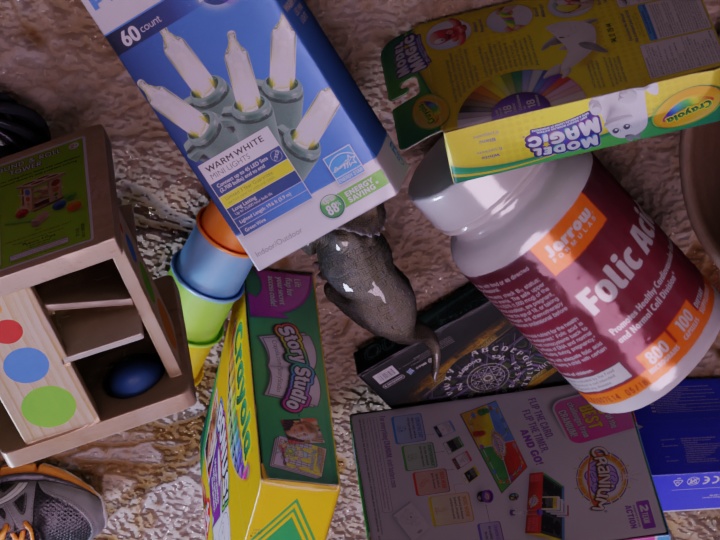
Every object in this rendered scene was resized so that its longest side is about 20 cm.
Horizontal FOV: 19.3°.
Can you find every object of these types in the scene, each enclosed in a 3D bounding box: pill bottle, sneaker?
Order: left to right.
[{"bbox_3d":[-0.282,0.191,1.530,0.200,0.077,0.078,-3,130,-8],"label":"sneaker"},{"bbox_3d":[0.131,-0.012,1.366,0.114,0.114,0.200,-37,110,23],"label":"pill bottle"}]

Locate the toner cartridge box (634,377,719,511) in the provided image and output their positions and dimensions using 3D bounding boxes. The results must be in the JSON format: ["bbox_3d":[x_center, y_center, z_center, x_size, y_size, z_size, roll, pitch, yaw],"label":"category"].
[{"bbox_3d":[0.292,0.124,1.546,0.200,0.095,0.043,-2,132,-6],"label":"toner cartridge box"}]

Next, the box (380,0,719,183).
[{"bbox_3d":[0.116,-0.118,1.289,0.200,0.117,0.048,-11,131,2],"label":"box"}]

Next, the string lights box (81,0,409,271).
[{"bbox_3d":[-0.068,-0.113,1.253,0.103,0.059,0.200,-29,104,17],"label":"string lights box"}]

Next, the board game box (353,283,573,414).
[{"bbox_3d":[0.114,0.056,1.502,0.200,0.028,0.135,-30,129,17],"label":"board game box"}]

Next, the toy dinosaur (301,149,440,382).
[{"bbox_3d":[0.000,0.000,1.367,0.077,0.102,0.200,-20,111,-6],"label":"toy dinosaur"}]

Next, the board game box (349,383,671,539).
[{"bbox_3d":[0.100,0.152,1.463,0.200,0.153,0.040,-7,133,-2],"label":"board game box"}]

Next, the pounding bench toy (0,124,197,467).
[{"bbox_3d":[-0.220,0.034,1.306,0.200,0.124,0.156,-19,127,3],"label":"pounding bench toy"}]

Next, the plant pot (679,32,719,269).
[{"bbox_3d":[0.330,-0.074,1.332,0.175,0.200,0.200,7,132,-36],"label":"plant pot"}]

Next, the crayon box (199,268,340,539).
[{"bbox_3d":[-0.065,0.128,1.424,0.058,0.200,0.173,5,130,-12],"label":"crayon box"}]

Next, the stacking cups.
[{"bbox_3d":[-0.095,-0.009,1.391,0.060,0.061,0.200,15,127,-20],"label":"stacking cups"}]

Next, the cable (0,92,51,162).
[{"bbox_3d":[-0.289,-0.044,1.338,0.200,0.051,0.163,-11,132,2],"label":"cable"}]
